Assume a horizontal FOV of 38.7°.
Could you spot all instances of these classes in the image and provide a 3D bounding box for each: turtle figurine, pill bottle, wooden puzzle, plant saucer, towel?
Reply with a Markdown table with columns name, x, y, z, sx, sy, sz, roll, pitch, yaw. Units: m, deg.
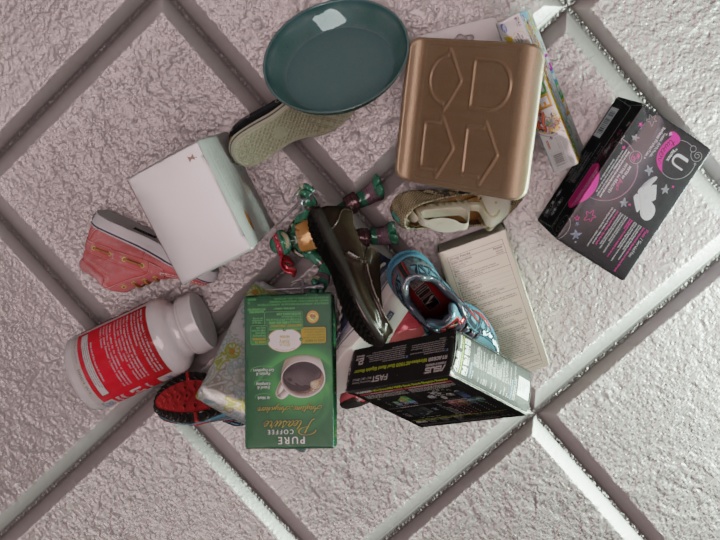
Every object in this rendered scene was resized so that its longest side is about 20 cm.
| name | x | y | z | sx | sy | sz | roll | pitch | yaw |
| --- | --- | --- | --- | --- | --- | --- | --- | --- | --- |
| turtle figurine | -0.054 | -0.054 | 1.413 | 0.197 | 0.101 | 0.152 | -19 | 107 | -6 |
| pill bottle | -0.308 | 0.109 | 1.453 | 0.198 | 0.112 | 0.114 | -24 | 99 | 8 |
| wooden puzzle | 0.140 | -0.195 | 1.302 | 0.198 | 0.046 | 0.189 | 14 | 103 | 39 |
| plant saucer | -0.030 | -0.275 | 1.354 | 0.196 | 0.036 | 0.203 | -6 | 58 | 9 |
| towel | -0.113 | 0.129 | 1.427 | 0.169 | 0.048 | 0.202 | 26 | 61 | -3 |

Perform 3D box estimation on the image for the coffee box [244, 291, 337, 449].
| name | x | y | z | sx | sy | sz | roll | pitch | yaw |
| --- | --- | --- | --- | --- | --- | --- | --- | --- | --- |
| coffee box | -0.092 | 0.132 | 1.349 | 0.121 | 0.044 | 0.204 | -3 | 83 | 4 |

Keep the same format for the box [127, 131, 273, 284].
| name | x | y | z | sx | sy | sz | roll | pitch | yaw |
| --- | --- | --- | --- | --- | --- | --- | --- | --- | --- |
| box | -0.206 | -0.089 | 1.364 | 0.105 | 0.200 | 0.154 | -26 | 98 | 8 |

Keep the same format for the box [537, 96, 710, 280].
| name | x | y | z | sx | sy | sz | roll | pitch | yaw |
| --- | --- | --- | --- | --- | --- | --- | --- | --- | --- |
| box | 0.345 | -0.110 | 1.359 | 0.114 | 0.132 | 0.201 | 31 | 101 | -8 |

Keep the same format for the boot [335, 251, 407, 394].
| name | x | y | z | sx | sy | sz | roll | pitch | yaw |
| --- | --- | --- | --- | --- | --- | --- | --- | --- | --- |
| boot | -0.004 | 0.071 | 1.423 | 0.201 | 0.090 | 0.073 | -52 | 137 | -7 |

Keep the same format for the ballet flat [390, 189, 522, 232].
| name | x | y | z | sx | sy | sz | roll | pitch | yaw |
| --- | --- | --- | --- | --- | --- | --- | --- | --- | --- |
| ballet flat | 0.140 | -0.080 | 1.385 | 0.197 | 0.076 | 0.069 | -7 | 124 | -11 |

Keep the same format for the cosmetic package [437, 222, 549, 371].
| name | x | y | z | sx | sy | sz | roll | pitch | yaw |
| --- | --- | --- | --- | --- | --- | --- | --- | --- | --- |
| cosmetic package | 0.185 | 0.047 | 1.430 | 0.102 | 0.073 | 0.203 | -17 | 99 | 8 |

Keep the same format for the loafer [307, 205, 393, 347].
| name | x | y | z | sx | sy | sz | roll | pitch | yaw |
| --- | --- | --- | --- | --- | --- | --- | --- | --- | --- |
| loafer | 0.000 | 0.000 | 1.327 | 0.070 | 0.073 | 0.202 | -22 | 83 | -17 |

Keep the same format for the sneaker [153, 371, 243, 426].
| name | x | y | z | sx | sy | sz | roll | pitch | yaw |
| --- | --- | --- | --- | --- | --- | --- | --- | --- | --- |
| sneaker | -0.196 | 0.198 | 1.471 | 0.196 | 0.080 | 0.096 | -5 | 144 | -2 |

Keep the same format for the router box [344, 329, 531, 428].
| name | x | y | z | sx | sy | sz | roll | pitch | yaw |
| --- | --- | --- | --- | --- | --- | --- | --- | --- | --- |
| router box | 0.099 | 0.144 | 1.331 | 0.149 | 0.199 | 0.063 | 28 | 61 | -34 |

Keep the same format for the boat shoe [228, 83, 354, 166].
| name | x | y | z | sx | sy | sz | roll | pitch | yaw |
| --- | --- | --- | --- | --- | --- | --- | --- | --- | --- |
| boat shoe | -0.094 | -0.209 | 1.401 | 0.198 | 0.062 | 0.075 | -29 | 125 | -7 |

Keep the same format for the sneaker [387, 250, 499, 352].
| name | x | y | z | sx | sy | sz | roll | pitch | yaw |
| --- | --- | --- | --- | --- | --- | --- | --- | --- | --- |
| sneaker | 0.109 | 0.067 | 1.341 | 0.079 | 0.096 | 0.200 | -44 | 104 | 8 |

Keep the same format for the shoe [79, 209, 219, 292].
| name | x | y | z | sx | sy | sz | roll | pitch | yaw |
| --- | --- | --- | --- | --- | --- | --- | --- | --- | --- |
| shoe | -0.302 | -0.004 | 1.455 | 0.198 | 0.071 | 0.092 | 25 | 103 | 4 |

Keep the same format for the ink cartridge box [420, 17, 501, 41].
| name | x | y | z | sx | sy | sz | roll | pitch | yaw |
| --- | --- | --- | --- | --- | --- | --- | --- | --- | --- |
| ink cartridge box | 0.151 | -0.230 | 1.381 | 0.114 | 0.067 | 0.203 | -12 | 100 | 7 |

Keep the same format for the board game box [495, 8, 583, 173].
| name | x | y | z | sx | sy | sz | roll | pitch | yaw |
| --- | --- | --- | --- | --- | --- | --- | --- | --- | --- |
| board game box | 0.237 | -0.238 | 1.339 | 0.034 | 0.134 | 0.202 | -20 | 100 | 19 |

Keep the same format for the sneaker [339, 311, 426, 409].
| name | x | y | z | sx | sy | sz | roll | pitch | yaw |
| --- | --- | --- | --- | --- | --- | --- | --- | --- | --- |
| sneaker | 0.035 | 0.113 | 1.463 | 0.200 | 0.074 | 0.087 | -42 | 86 | 3 |
